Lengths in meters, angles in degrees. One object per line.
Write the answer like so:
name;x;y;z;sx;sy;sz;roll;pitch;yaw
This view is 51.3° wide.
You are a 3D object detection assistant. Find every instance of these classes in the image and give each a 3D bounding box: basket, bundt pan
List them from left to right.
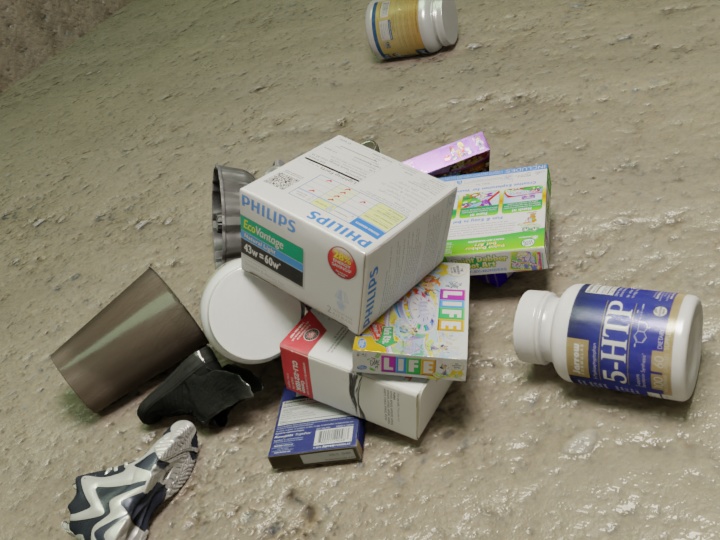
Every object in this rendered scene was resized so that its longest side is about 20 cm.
basket;-0.364;0.114;1.171;0.199;0.137;0.180;-38;44;-16
bundt pan;-0.214;-0.084;1.306;0.075;0.204;0.202;-3;32;-16

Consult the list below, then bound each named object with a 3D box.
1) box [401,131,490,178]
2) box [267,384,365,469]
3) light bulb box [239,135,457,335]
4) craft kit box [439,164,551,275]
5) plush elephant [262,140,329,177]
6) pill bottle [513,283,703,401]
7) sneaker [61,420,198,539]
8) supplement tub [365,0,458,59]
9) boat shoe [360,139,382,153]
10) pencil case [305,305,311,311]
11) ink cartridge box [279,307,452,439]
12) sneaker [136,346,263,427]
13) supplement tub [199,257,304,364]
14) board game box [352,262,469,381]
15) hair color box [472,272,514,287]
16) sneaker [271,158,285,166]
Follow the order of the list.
box;0.119;-0.151;1.262;0.198;0.137;0.039;-21;69;2
box;-0.049;0.173;1.014;0.120;0.033;0.201;-10;37;14
light bulb box;-0.016;-0.054;0.947;0.197;0.126;0.200;27;42;26
craft kit box;0.178;-0.073;1.103;0.198;0.049;0.198;-5;38;21
plush elephant;-0.077;-0.141;1.293;0.163;0.156;0.200;-13;18;13
pill bottle;0.290;0.079;0.889;0.198;0.121;0.120;6;43;33
sneaker;-0.308;0.271;0.977;0.128;0.080;0.200;10;56;24
supplement tub;0.125;-0.600;1.828;0.198;0.146;0.145;0;40;27
boat shoe;-0.033;-0.201;1.465;0.072;0.061;0.202;20;52;42
pencil case;0.000;0.000;1.125;0.199;0.088;0.087;-22;31;-33
ink cartridge box;0.018;0.111;0.973;0.198;0.084;0.144;16;41;25
sneaker;-0.229;0.186;1.053;0.200;0.105;0.060;-44;-12;23
supplement tub;-0.156;0.054;1.067;0.144;0.146;0.200;-29;6;-11
board game box;0.069;0.055;0.942;0.133;0.035;0.201;4;34;6
hair color box;0.171;-0.058;1.175;0.109;0.065;0.199;-39;38;-22
sneaker;-0.187;-0.148;1.463;0.111;0.078;0.200;-29;20;13
